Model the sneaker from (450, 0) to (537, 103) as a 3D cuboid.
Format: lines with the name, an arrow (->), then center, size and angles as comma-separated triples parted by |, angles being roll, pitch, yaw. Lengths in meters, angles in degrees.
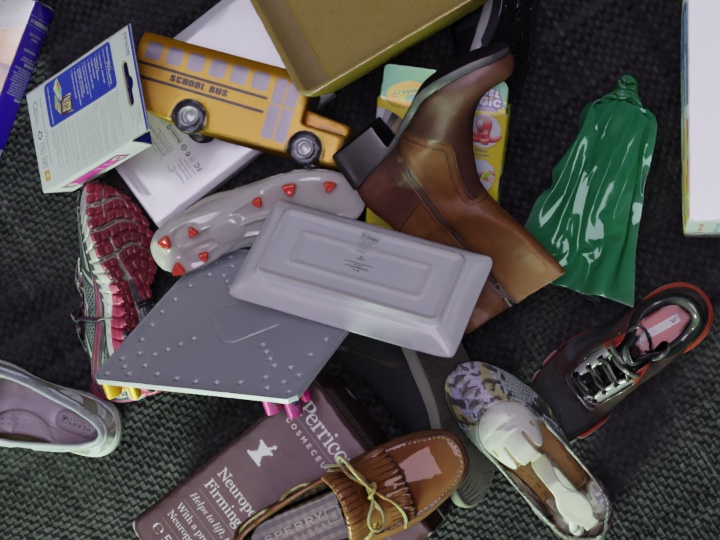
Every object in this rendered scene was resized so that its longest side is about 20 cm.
sneaker -> 0.108, -0.230, 1.668 | 0.082, 0.071, 0.201 | 16, 94, 42

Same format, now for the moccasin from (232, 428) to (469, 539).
moccasin -> -0.009, 0.181, 1.477 | 0.200, 0.078, 0.074 | -19, 85, 5

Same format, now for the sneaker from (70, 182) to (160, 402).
sneaker -> -0.227, 0.019, 1.684 | 0.074, 0.080, 0.202 | -19, 75, 36

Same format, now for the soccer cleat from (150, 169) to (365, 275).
soccer cleat -> -0.091, -0.050, 1.659 | 0.199, 0.078, 0.070 | -16, 110, 10

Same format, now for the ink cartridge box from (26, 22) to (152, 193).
ink cartridge box -> -0.229, -0.139, 1.644 | 0.037, 0.200, 0.095 | -6, 80, -35

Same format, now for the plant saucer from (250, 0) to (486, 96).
plant saucer -> 0.008, -0.251, 1.645 | 0.199, 0.049, 0.201 | -30, 52, 3

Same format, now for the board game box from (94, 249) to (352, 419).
board game box -> -0.092, 0.050, 1.590 | 0.199, 0.200, 0.026 | 4, 125, 29

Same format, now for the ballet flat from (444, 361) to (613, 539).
ballet flat -> 0.149, 0.157, 1.594 | 0.072, 0.072, 0.200 | -41, 106, 3

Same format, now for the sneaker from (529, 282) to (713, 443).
sneaker -> 0.214, 0.078, 1.616 | 0.200, 0.082, 0.077 | -41, 83, 6

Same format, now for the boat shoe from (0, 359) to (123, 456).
boat shoe -> -0.315, 0.124, 1.692 | 0.201, 0.065, 0.075 | 16, 89, 8

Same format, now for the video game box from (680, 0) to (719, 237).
video game box -> 0.289, -0.133, 1.569 | 0.046, 0.182, 0.202 | 0, 86, 11

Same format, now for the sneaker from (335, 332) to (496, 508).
sneaker -> 0.049, 0.111, 1.652 | 0.106, 0.075, 0.201 | -1, 113, 47

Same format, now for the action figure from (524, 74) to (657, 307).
action figure -> 0.209, -0.076, 1.640 | 0.117, 0.055, 0.201 | 17, 82, 9

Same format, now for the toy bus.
toy bus -> -0.102, -0.144, 1.653 | 0.199, 0.065, 0.079 | 16, 88, 8

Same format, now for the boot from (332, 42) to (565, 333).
boot -> 0.102, -0.067, 1.568 | 0.188, 0.069, 0.200 | -37, 97, 18

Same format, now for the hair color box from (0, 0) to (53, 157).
hair color box -> -0.369, -0.166, 1.717 | 0.109, 0.065, 0.201 | 20, 91, 8

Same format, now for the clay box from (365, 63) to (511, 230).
clay box -> 0.066, -0.077, 1.633 | 0.114, 0.048, 0.202 | 9, 107, 8

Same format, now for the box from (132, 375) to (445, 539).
box -> -0.057, 0.214, 1.603 | 0.200, 0.164, 0.166 | -39, 83, 4

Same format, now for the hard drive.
hard drive -> -0.139, -0.150, 1.704 | 0.200, 0.027, 0.132 | -37, 83, 4

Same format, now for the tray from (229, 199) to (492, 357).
tray -> 0.000, 0.000, 1.551 | 0.199, 0.022, 0.108 | 16, 56, 15
